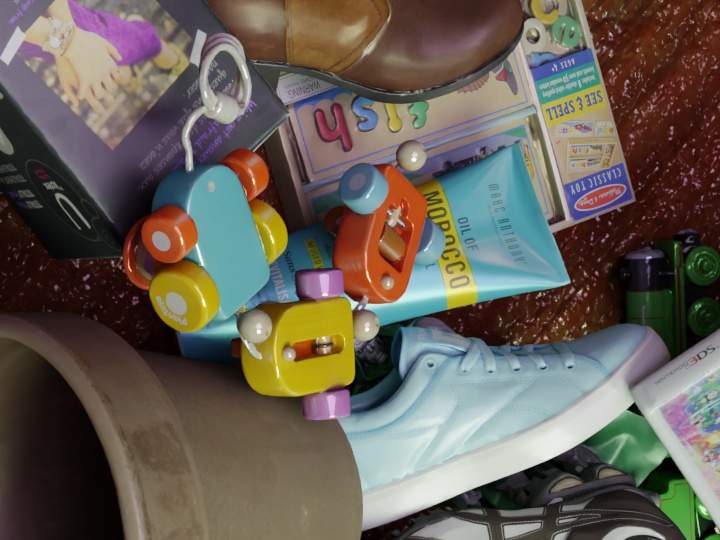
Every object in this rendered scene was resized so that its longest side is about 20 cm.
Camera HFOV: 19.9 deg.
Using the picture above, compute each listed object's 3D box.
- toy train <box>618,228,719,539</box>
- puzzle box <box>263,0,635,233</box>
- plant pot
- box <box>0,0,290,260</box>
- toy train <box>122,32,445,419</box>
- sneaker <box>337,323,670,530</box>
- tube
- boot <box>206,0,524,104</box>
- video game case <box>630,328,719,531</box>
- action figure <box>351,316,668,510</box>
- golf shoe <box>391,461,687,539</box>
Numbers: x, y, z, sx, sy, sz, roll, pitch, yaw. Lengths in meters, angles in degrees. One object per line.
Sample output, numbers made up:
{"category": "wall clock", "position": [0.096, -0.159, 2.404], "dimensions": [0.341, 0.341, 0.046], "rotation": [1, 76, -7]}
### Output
{"category": "toy train", "position": [0.175, 0.078, 1.154], "dimensions": [0.056, 0.042, 0.201], "rotation": [-4, 92, -15]}
{"category": "puzzle box", "position": [0.046, -0.069, 1.098], "dimensions": [0.199, 0.025, 0.134], "rotation": [-21, 100, -24]}
{"category": "plant pot", "position": [-0.096, 0.112, 0.956], "dimensions": [0.174, 0.200, 0.202], "rotation": [-5, 92, -42]}
{"category": "box", "position": [-0.147, -0.113, 0.951], "dimensions": [0.106, 0.122, 0.200], "rotation": [-43, 108, -20]}
{"category": "toy train", "position": [-0.040, -0.017, 0.936], "dimensions": [0.200, 0.055, 0.151], "rotation": [35, 61, -49]}
{"category": "sneaker", "position": [0.056, 0.059, 1.025], "dimensions": [0.199, 0.074, 0.082], "rotation": [-25, 102, -7]}
{"category": "tube", "position": [0.000, 0.000, 1.033], "dimensions": [0.199, 0.050, 0.078], "rotation": [-17, 83, -8]}
{"category": "boot", "position": [0.006, -0.171, 0.974], "dimensions": [0.187, 0.200, 0.069], "rotation": [0, 53, -11]}
{"category": "video game case", "position": [0.249, 0.066, 1.058], "dimensions": [0.182, 0.024, 0.200], "rotation": [-34, 137, 4]}
{"category": "action figure", "position": [0.066, 0.085, 1.092], "dimensions": [0.200, 0.055, 0.118], "rotation": [35, 89, -16]}
{"category": "golf shoe", "position": [0.080, 0.156, 1.005], "dimensions": [0.199, 0.094, 0.078], "rotation": [-23, 124, -29]}
